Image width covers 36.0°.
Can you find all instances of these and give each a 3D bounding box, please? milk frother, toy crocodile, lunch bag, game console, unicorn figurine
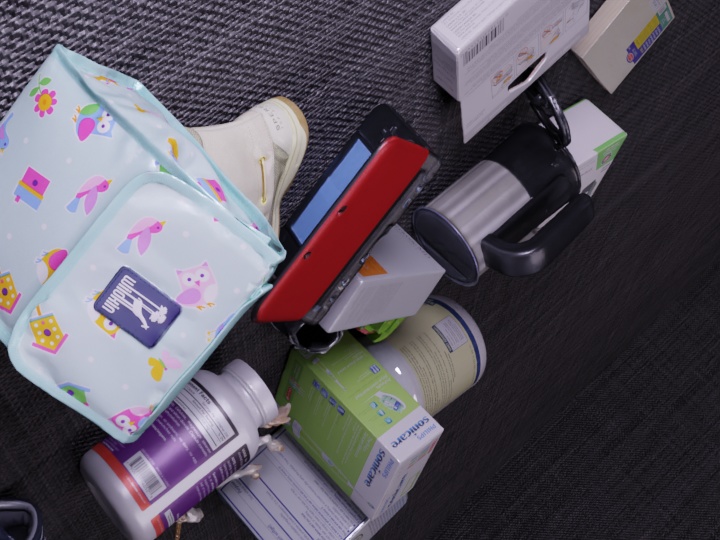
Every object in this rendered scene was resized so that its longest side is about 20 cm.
[{"bbox_3d":[0.165,-0.111,1.320,0.187,0.180,0.202,-39,116,-20],"label":"milk frother"},{"bbox_3d":[0.010,0.050,1.339,0.062,0.067,0.200,-49,169,3],"label":"toy crocodile"},{"bbox_3d":[-0.160,-0.013,0.714,0.171,0.200,0.122,-49,160,10],"label":"lunch bag"},{"bbox_3d":[-0.033,-0.060,1.008,0.118,0.173,0.201,28,107,-41],"label":"game console"},{"bbox_3d":[-0.170,0.241,1.377,0.136,0.073,0.202,1,116,-52],"label":"unicorn figurine"}]

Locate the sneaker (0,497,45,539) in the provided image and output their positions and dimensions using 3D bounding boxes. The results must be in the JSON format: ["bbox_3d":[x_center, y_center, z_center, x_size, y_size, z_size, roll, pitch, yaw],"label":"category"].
[{"bbox_3d":[-0.377,0.291,1.034,0.200,0.070,0.109,-40,165,-37],"label":"sneaker"}]

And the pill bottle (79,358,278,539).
[{"bbox_3d":[-0.185,0.183,1.158,0.199,0.112,0.113,-37,158,-24],"label":"pill bottle"}]

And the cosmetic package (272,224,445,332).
[{"bbox_3d":[0.000,0.000,1.203,0.072,0.101,0.199,-54,159,20],"label":"cosmetic package"}]

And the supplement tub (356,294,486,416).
[{"bbox_3d":[0.062,0.137,1.520,0.199,0.145,0.146,-30,155,-37],"label":"supplement tub"}]

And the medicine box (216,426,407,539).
[{"bbox_3d":[-0.065,0.311,1.536,0.200,0.182,0.103,-41,159,-12],"label":"medicine box"}]

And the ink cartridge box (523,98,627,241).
[{"bbox_3d":[0.260,-0.117,1.529,0.145,0.084,0.201,-31,155,-37],"label":"ink cartridge box"}]

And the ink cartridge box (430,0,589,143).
[{"bbox_3d":[0.158,-0.248,1.137,0.200,0.045,0.177,-42,159,-11],"label":"ink cartridge box"}]

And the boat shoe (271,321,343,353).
[{"bbox_3d":[-0.052,0.063,1.265,0.072,0.068,0.200,-45,160,-1],"label":"boat shoe"}]

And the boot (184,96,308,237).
[{"bbox_3d":[-0.131,-0.041,0.907,0.154,0.072,0.202,-24,145,-48],"label":"boot"}]

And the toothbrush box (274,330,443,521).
[{"bbox_3d":[-0.009,0.188,1.395,0.086,0.200,0.147,-30,154,-35],"label":"toothbrush box"}]

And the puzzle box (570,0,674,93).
[{"bbox_3d":[0.337,-0.305,1.416,0.134,0.025,0.199,-51,160,11],"label":"puzzle box"}]
